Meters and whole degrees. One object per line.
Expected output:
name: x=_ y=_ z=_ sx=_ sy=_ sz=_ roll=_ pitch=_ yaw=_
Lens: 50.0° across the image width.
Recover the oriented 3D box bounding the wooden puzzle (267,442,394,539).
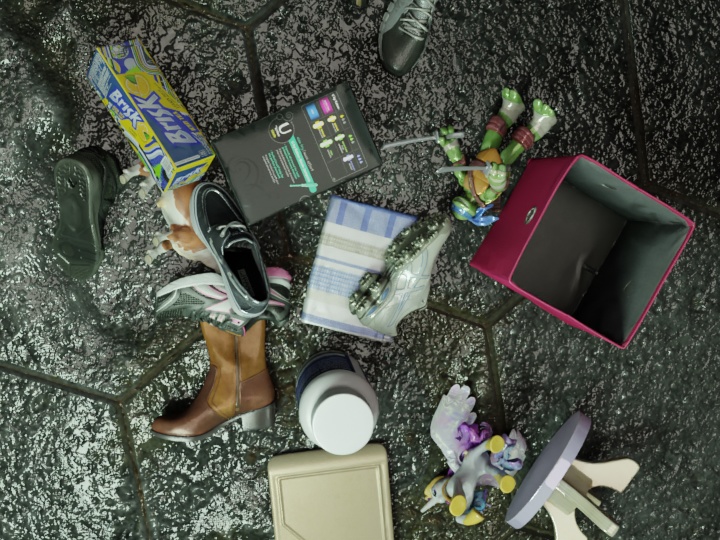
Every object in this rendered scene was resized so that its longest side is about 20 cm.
wooden puzzle: x=-0.043 y=0.374 z=1.192 sx=0.183 sy=0.037 sz=0.202 roll=-6 pitch=93 yaw=-6

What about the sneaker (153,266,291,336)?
sneaker: x=-0.189 y=0.051 z=1.077 sx=0.198 sy=0.080 sz=0.087 roll=-9 pitch=73 yaw=-9

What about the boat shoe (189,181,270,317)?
boat shoe: x=-0.172 y=-0.036 z=1.038 sx=0.071 sy=0.068 sz=0.201 roll=-15 pitch=76 yaw=-27

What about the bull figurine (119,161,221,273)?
bull figurine: x=-0.252 y=-0.075 z=1.087 sx=0.121 sy=0.065 sz=0.202 roll=-21 pitch=91 yaw=-44

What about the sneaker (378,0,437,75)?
sneaker: x=0.082 y=-0.378 z=1.080 sx=0.074 sy=0.115 sz=0.202 roll=18 pitch=94 yaw=-9

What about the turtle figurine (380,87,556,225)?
turtle figurine: x=0.172 y=-0.180 z=1.101 sx=0.200 sy=0.144 sz=0.194 roll=40 pitch=87 yaw=-13

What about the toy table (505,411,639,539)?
toy table: x=0.323 y=0.332 z=1.168 sx=0.117 sy=0.184 sz=0.201 roll=35 pitch=104 yaw=6

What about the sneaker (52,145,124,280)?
sneaker: x=-0.374 y=-0.085 z=1.080 sx=0.076 sy=0.114 sz=0.201 roll=16 pitch=123 yaw=7

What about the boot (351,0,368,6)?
boot: x=-0.049 y=-0.472 z=1.082 sx=0.137 sy=0.077 sz=0.202 roll=0 pitch=83 yaw=-3

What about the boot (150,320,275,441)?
boot: x=-0.220 y=0.140 z=1.125 sx=0.186 sy=0.068 sz=0.202 roll=-7 pitch=96 yaw=-6

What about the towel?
towel: x=0.000 y=0.000 z=1.159 sx=0.146 sy=0.024 sz=0.202 roll=13 pitch=94 yaw=-8

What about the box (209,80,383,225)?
box: x=-0.088 y=-0.159 z=1.066 sx=0.199 sy=0.149 sz=0.125 roll=-25 pitch=98 yaw=-4

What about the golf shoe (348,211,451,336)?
golf shoe: x=0.075 y=0.007 z=1.131 sx=0.097 sy=0.078 sz=0.200 roll=39 pitch=96 yaw=-25

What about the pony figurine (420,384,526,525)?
pony figurine: x=0.166 y=0.287 z=1.146 sx=0.166 sy=0.200 sz=0.194 roll=37 pitch=75 yaw=-3

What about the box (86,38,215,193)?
box: x=-0.283 y=-0.209 z=1.041 sx=0.070 sy=0.064 sz=0.201 roll=-28 pitch=81 yaw=-40

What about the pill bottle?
pill bottle: x=-0.034 y=0.186 z=1.085 sx=0.110 sy=0.200 sz=0.112 roll=-1 pitch=96 yaw=-7

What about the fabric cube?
fabric cube: x=0.305 y=-0.035 z=1.105 sx=0.199 sy=0.199 sz=0.197 roll=29 pitch=93 yaw=-9
